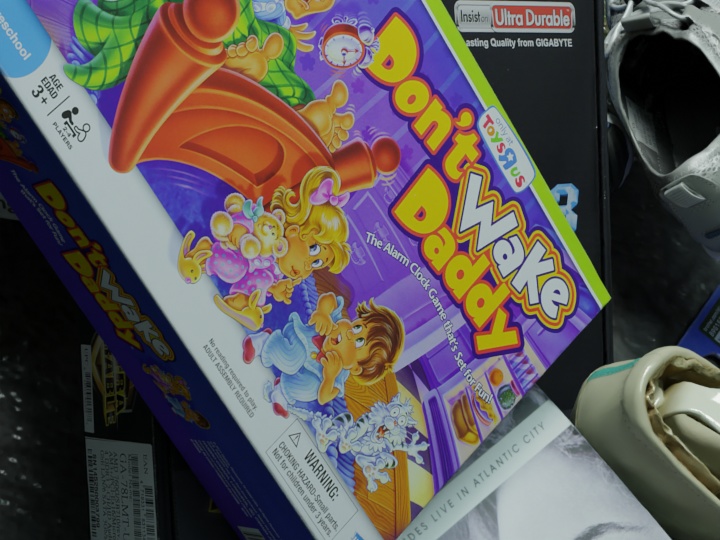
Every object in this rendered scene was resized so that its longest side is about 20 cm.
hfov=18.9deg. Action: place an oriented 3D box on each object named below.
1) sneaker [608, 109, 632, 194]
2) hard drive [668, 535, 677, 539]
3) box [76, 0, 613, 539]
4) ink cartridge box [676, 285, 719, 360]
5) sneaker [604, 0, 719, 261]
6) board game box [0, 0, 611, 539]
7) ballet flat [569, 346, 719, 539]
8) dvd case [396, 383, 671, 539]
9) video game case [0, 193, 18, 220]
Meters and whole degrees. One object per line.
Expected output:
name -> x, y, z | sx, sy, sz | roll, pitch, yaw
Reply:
sneaker -> 0.033, -0.101, 0.890 | 0.200, 0.076, 0.077 | 37, 46, 10
hard drive -> 0.199, 0.102, 0.772 | 0.199, 0.027, 0.132 | -11, 60, -34
box -> 0.000, 0.000, 0.705 | 0.199, 0.050, 0.200 | -4, 94, -40
ink cartridge box -> 0.207, 0.084, 0.840 | 0.200, 0.042, 0.119 | 35, 45, 9
sneaker -> 0.131, -0.099, 0.860 | 0.082, 0.075, 0.201 | 25, 42, -44
board game box -> -0.024, -0.028, 0.625 | 0.134, 0.045, 0.200 | -46, 116, -29
ballet flat -> 0.159, 0.089, 0.699 | 0.200, 0.070, 0.070 | 32, 45, -1
dvd case -> 0.066, 0.150, 0.652 | 0.149, 0.016, 0.200 | -36, 80, -28
video game case -> -0.120, -0.086, 0.784 | 0.181, 0.022, 0.200 | 9, 38, 11
